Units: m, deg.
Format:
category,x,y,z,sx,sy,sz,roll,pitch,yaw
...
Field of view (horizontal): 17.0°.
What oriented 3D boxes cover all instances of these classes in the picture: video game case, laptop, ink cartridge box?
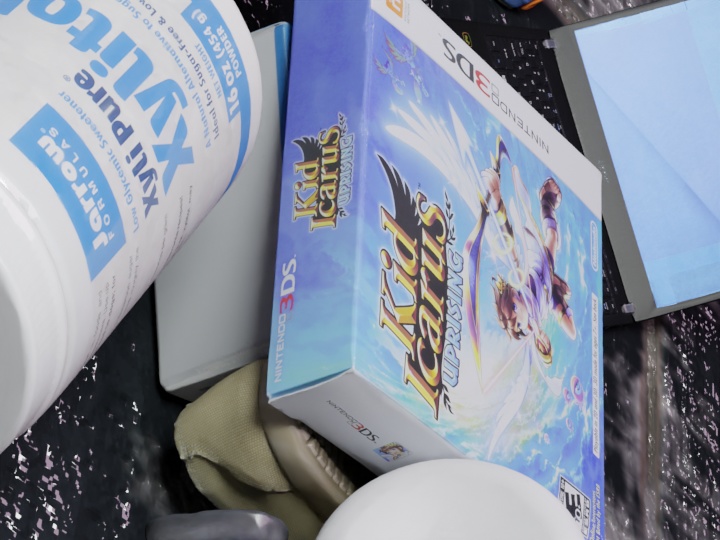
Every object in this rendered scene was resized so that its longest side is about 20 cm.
category,x,y,z,sx,sy,sz,roll,pitch,yaw
video game case,0.037,0.001,0.992,0.181,0.045,0.201,38,43,-41
laptop,0.150,-0.066,1.321,0.200,0.103,0.178,-3,74,-58
ink cartridge box,0.000,0.000,1.061,0.200,0.086,0.147,24,53,-49

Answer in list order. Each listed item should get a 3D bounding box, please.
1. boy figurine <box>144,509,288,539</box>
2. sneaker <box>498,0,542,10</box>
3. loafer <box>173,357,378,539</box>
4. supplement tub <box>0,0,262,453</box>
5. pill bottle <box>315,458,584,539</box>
category,x,y,z,sx,sy,sz,roll,pitch,yaw
boy figurine,-0.050,0.194,0.885,0.124,0.064,0.201,63,26,-57
sneaker,0.068,-0.223,1.306,0.200,0.078,0.076,37,43,-43
loafer,-0.016,0.097,0.998,0.200,0.068,0.076,61,30,-46
supplement tub,-0.126,-0.032,0.833,0.132,0.131,0.200,59,31,-17
pill bottle,0.042,0.174,0.947,0.201,0.109,0.110,80,16,-46
